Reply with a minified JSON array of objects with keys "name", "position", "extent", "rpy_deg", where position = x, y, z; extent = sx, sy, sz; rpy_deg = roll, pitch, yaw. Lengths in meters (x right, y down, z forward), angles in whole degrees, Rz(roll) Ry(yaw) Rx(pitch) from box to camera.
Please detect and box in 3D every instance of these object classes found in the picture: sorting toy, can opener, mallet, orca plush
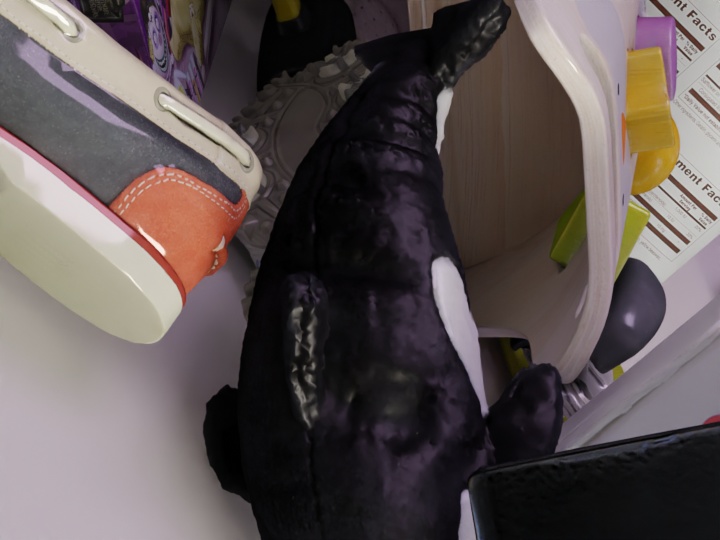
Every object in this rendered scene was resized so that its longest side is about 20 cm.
[{"name":"sorting toy","position":[0.065,-0.054,0.629],"extent":[0.180,0.106,0.201],"rpy_deg":[-84,168,-65]},{"name":"can opener","position":[0.095,0.006,0.751],"extent":[0.053,0.066,0.200],"rpy_deg":[52,17,-17]},{"name":"mallet","position":[-0.044,-0.148,0.706],"extent":[0.066,0.041,0.201],"rpy_deg":[-84,159,-57]},{"name":"orca plush","position":[0.006,0.012,0.508],"extent":[0.104,0.201,0.071],"rpy_deg":[14,-14,19]}]

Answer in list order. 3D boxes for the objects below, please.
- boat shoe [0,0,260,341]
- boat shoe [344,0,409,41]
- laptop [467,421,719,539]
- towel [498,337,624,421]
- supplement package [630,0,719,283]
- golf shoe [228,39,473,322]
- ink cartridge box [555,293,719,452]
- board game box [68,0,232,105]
[{"name":"boat shoe","position":[-0.111,-0.066,0.495],"extent":[0.200,0.071,0.063],"rpy_deg":[43,64,-19]},{"name":"boat shoe","position":[0.007,-0.124,0.795],"extent":[0.202,0.074,0.065],"rpy_deg":[53,-4,-13]},{"name":"laptop","position":[0.152,0.129,0.486],"extent":[0.199,0.115,0.189],"rpy_deg":[0,76,-43]},{"name":"towel","position":[0.097,0.068,0.745],"extent":[0.086,0.018,0.201],"rpy_deg":[31,28,-36]},{"name":"supplement package","position":[0.158,-0.131,0.933],"extent":[0.147,0.200,0.192],"rpy_deg":[41,23,-15]},{"name":"golf shoe","position":[0.000,0.000,0.646],"extent":[0.097,0.078,0.201],"rpy_deg":[57,16,-36]},{"name":"ink cartridge box","position":[0.135,0.118,0.568],"extent":[0.200,0.145,0.083],"rpy_deg":[48,22,1]},{"name":"board game box","position":[-0.077,-0.132,0.667],"extent":[0.200,0.032,0.121],"rpy_deg":[-84,159,-60]}]
